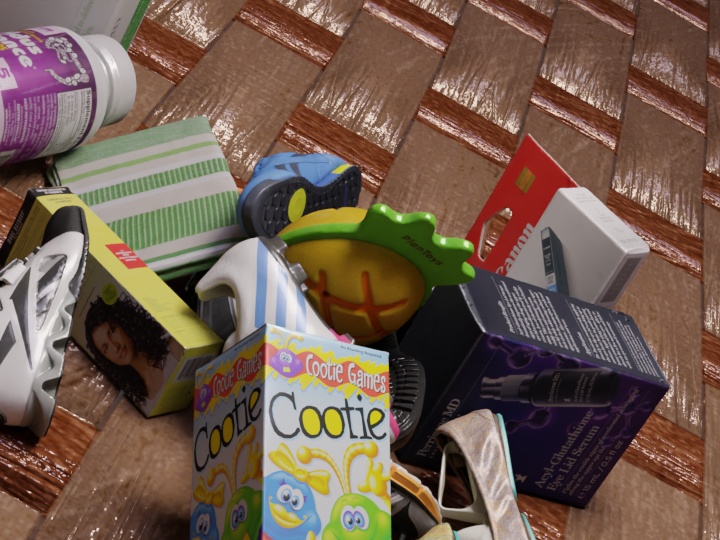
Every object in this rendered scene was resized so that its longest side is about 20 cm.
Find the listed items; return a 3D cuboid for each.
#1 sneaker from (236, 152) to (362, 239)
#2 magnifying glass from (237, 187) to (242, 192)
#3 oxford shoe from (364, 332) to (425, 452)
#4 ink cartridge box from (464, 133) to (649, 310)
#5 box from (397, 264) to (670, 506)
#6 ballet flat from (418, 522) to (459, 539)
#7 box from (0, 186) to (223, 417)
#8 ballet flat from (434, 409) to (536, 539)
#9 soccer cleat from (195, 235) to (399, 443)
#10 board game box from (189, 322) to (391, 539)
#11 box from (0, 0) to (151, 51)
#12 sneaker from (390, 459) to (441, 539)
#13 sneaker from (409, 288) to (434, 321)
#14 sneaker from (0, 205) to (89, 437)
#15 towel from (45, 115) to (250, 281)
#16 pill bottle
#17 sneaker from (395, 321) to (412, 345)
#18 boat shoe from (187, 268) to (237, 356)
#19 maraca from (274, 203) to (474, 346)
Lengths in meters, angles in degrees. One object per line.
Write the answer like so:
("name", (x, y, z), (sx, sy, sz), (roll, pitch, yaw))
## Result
("sneaker", (-0.071, -0.063, 1.660), (0.078, 0.066, 0.200), (17, 16, 20))
("magnifying glass", (-0.065, -0.051, 1.788), (0.199, 0.022, 0.080), (18, -9, 17))
("oxford shoe", (0.018, 0.110, 1.576), (0.072, 0.085, 0.200), (-9, 18, -2))
("ink cartridge box", (0.150, 0.005, 1.785), (0.045, 0.200, 0.176), (-4, 42, -47))
("box", (0.136, 0.099, 1.664), (0.199, 0.148, 0.104), (16, 30, -26))
("ballet flat", (0.045, 0.246, 1.404), (0.070, 0.071, 0.200), (22, 27, -16))
("box", (-0.200, 0.021, 1.531), (0.200, 0.075, 0.050), (42, 28, 25))
("ballet flat", (0.098, 0.199, 1.538), (0.067, 0.068, 0.200), (-6, 47, -9))
("soccer cleat", (-0.050, 0.066, 1.478), (0.200, 0.086, 0.070), (53, -11, 21))
("board game box", (-0.047, 0.154, 1.319), (0.105, 0.103, 0.201), (14, 61, -29))
("box", (-0.300, -0.289, 1.836), (0.200, 0.199, 0.171), (31, 26, 0))
("sneaker", (-0.022, 0.160, 1.477), (0.200, 0.077, 0.078), (33, -9, -27))
("sneaker", (0.070, 0.012, 1.711), (0.200, 0.078, 0.087), (30, 41, -35))
("sneaker", (-0.252, 0.023, 1.432), (0.088, 0.074, 0.201), (15, 48, -10))
("towel", (-0.180, -0.056, 1.666), (0.152, 0.023, 0.200), (-16, 40, -10))
("pill bottle", (-0.291, -0.152, 1.681), (0.112, 0.113, 0.200), (41, 33, 22))
("sneaker", (-0.005, 0.027, 1.733), (0.199, 0.076, 0.092), (16, 33, -25))
("boat shoe", (-0.118, 0.018, 1.636), (0.056, 0.069, 0.200), (-17, 25, -2))
("maraca", (0.000, 0.000, 1.558), (0.137, 0.200, 0.107), (31, 52, -35))
